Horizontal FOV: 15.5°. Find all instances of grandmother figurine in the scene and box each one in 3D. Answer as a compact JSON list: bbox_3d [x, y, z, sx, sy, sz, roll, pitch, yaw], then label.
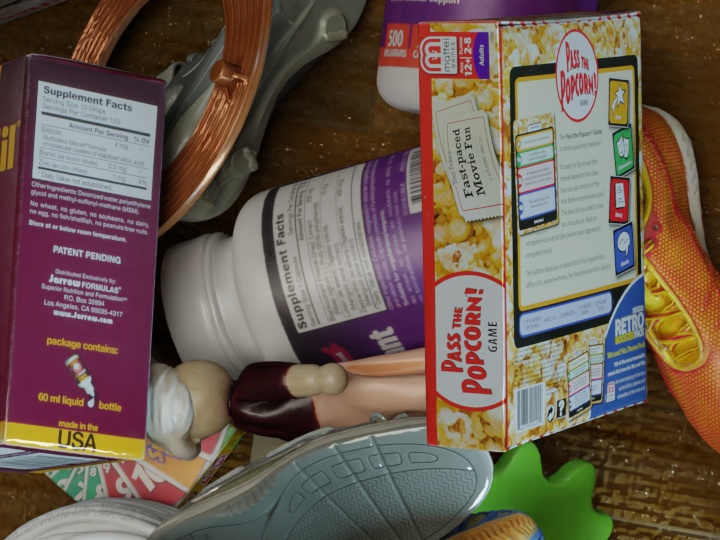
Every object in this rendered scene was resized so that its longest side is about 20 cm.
[{"bbox_3d":[-0.020,0.066,1.363,0.200,0.121,0.061,-2,60,6],"label":"grandmother figurine"}]

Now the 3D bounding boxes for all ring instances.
[{"bbox_3d":[-0.116,-0.103,1.433,0.200,0.019,0.201,-30,49,42],"label":"ring"}]

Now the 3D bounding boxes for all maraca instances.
[{"bbox_3d":[0.063,0.185,1.390,0.107,0.137,0.200,28,95,49],"label":"maraca"}]

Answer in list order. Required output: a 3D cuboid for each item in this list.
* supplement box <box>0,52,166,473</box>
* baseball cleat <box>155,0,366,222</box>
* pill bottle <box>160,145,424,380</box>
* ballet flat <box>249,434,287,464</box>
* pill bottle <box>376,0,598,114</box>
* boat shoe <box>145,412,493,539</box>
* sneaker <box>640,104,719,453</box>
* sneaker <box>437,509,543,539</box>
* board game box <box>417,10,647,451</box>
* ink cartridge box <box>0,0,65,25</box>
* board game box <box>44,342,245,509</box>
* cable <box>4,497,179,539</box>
[{"bbox_3d":[-0.168,-0.001,1.366,0.110,0.086,0.200,-12,72,52],"label":"supplement box"},{"bbox_3d":[-0.069,-0.121,1.457,0.106,0.070,0.200,15,68,53],"label":"baseball cleat"},{"bbox_3d":[0.000,0.000,1.413,0.200,0.111,0.112,-15,85,17],"label":"pill bottle"},{"bbox_3d":[-0.025,0.145,1.404,0.069,0.069,0.200,-6,57,17],"label":"ballet flat"},{"bbox_3d":[0.073,-0.178,1.391,0.112,0.112,0.200,6,92,17],"label":"pill bottle"},{"bbox_3d":[-0.022,0.115,1.334,0.202,0.065,0.074,-26,109,27],"label":"boat shoe"},{"bbox_3d":[0.155,0.009,1.378,0.073,0.077,0.200,-35,74,42],"label":"sneaker"},{"bbox_3d":[0.015,0.197,1.313,0.200,0.075,0.088,-33,98,2],"label":"sneaker"},{"bbox_3d":[0.086,-0.024,1.281,0.046,0.151,0.200,3,97,32],"label":"board game box"},{"bbox_3d":[-0.239,-0.179,1.441,0.145,0.200,0.084,-18,87,16],"label":"ink cartridge box"},{"bbox_3d":[-0.167,0.063,1.509,0.200,0.030,0.096,40,101,16],"label":"board game box"},{"bbox_3d":[-0.133,0.226,1.459,0.200,0.069,0.200,33,108,18],"label":"cable"}]
